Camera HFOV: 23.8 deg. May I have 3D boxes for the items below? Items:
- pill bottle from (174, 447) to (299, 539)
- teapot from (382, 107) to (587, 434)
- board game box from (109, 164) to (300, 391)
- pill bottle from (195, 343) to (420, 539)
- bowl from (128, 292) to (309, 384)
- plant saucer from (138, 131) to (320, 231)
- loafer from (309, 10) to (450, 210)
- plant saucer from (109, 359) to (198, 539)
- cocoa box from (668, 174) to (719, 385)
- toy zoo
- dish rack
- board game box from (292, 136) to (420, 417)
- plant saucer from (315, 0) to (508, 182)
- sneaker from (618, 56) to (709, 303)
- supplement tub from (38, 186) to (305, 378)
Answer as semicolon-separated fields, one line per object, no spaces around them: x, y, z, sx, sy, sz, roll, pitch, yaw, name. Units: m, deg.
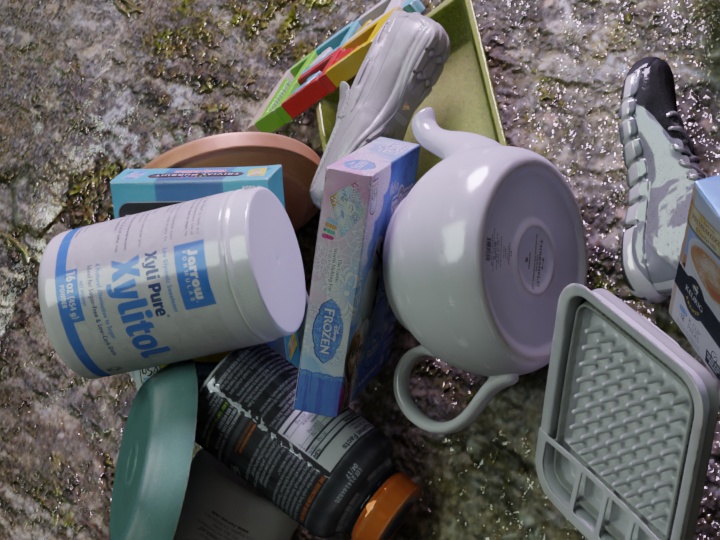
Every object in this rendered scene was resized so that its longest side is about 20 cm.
-0.143;0.272;1.545;0.114;0.114;0.201;37;100;47;pill bottle
0.084;-0.003;1.398;0.145;0.199;0.200;-3;37;39;teapot
-0.138;0.010;1.544;0.149;0.047;0.202;-1;108;14;board game box
-0.045;0.157;1.467;0.199;0.106;0.107;37;99;14;pill bottle
-0.129;0.042;1.629;0.199;0.090;0.204;4;105;14;bowl
-0.128;-0.062;1.626;0.199;0.199;0.033;-32;57;30;plant saucer
0.008;-0.144;1.553;0.069;0.070;0.201;27;82;32;loafer
-0.184;0.171;1.482;0.200;0.036;0.202;-168;90;-75;plant saucer
0.318;0.032;1.158;0.132;0.132;0.201;-15;47;-14;cocoa box
-0.017;-0.209;1.665;0.199;0.020;0.132;-32;19;32;toy zoo
0.202;0.121;1.273;0.172;0.043;0.202;44;139;47;dish rack
0.000;0.000;1.440;0.043;0.200;0.201;10;104;11;board game box
0.055;-0.126;1.587;0.199;0.048;0.202;-32;52;30;plant saucer
0.268;-0.077;1.346;0.115;0.075;0.203;-8;76;37;sneaker
-0.160;0.012;1.454;0.198;0.132;0.133;-13;60;18;supplement tub
